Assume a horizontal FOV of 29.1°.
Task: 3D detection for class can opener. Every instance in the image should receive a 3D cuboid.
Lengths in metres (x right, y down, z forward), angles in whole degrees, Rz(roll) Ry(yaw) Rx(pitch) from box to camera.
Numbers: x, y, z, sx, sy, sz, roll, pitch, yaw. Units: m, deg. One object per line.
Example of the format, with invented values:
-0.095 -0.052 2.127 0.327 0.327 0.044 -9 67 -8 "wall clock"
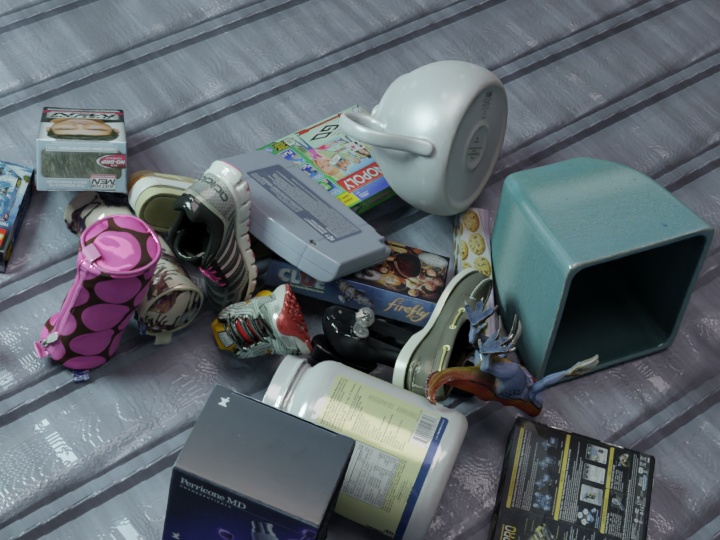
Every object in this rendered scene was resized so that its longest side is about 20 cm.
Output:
0.044 0.091 1.554 0.199 0.079 0.064 16 57 -13 "can opener"

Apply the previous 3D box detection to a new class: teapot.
0.075 -0.168 1.663 0.145 0.200 0.198 21 63 23 "teapot"

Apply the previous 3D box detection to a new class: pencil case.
-0.259 -0.012 1.561 0.078 0.090 0.200 2 39 -50 "pencil case"
-0.276 0.027 1.453 0.093 0.200 0.091 -6 57 -31 "pencil case"

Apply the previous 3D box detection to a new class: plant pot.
0.254 -0.020 1.616 0.195 0.196 0.200 -14 47 -22 "plant pot"

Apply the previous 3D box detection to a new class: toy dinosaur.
0.147 0.112 1.489 0.199 0.182 0.105 -31 47 -13 "toy dinosaur"

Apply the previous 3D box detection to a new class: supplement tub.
-0.004 0.179 1.419 0.199 0.145 0.145 21 50 6 "supplement tub"

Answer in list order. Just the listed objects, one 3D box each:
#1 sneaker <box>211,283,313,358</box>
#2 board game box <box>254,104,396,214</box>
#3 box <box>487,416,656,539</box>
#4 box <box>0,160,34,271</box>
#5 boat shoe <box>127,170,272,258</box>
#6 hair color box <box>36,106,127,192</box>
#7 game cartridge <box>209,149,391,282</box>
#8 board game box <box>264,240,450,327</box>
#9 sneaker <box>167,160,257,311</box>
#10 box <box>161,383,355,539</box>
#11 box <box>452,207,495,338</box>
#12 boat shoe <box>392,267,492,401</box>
-0.107 0.066 1.482 0.082 0.200 0.078 -22 91 -18 "sneaker"
-0.021 -0.131 1.719 0.134 0.029 0.200 39 42 20 "board game box"
0.221 0.263 1.460 0.160 0.049 0.201 16 49 0 "box"
-0.489 -0.078 1.597 0.199 0.040 0.137 11 49 -3 "box"
-0.177 -0.072 1.600 0.199 0.075 0.068 20 25 -41 "boat shoe"
-0.321 -0.142 1.607 0.098 0.061 0.200 0 17 -11 "hair color box"
-0.074 -0.063 1.567 0.200 0.041 0.133 40 27 20 "game cartridge"
0.000 0.000 1.606 0.199 0.035 0.136 15 26 1 "board game box"
-0.167 -0.024 1.517 0.074 0.201 0.087 35 52 30 "sneaker"
-0.102 0.224 1.326 0.147 0.200 0.105 21 50 6 "box"
0.135 0.010 1.655 0.041 0.039 0.201 7 50 -6 "box"
0.103 0.071 1.509 0.060 0.072 0.202 15 42 24 "boat shoe"
